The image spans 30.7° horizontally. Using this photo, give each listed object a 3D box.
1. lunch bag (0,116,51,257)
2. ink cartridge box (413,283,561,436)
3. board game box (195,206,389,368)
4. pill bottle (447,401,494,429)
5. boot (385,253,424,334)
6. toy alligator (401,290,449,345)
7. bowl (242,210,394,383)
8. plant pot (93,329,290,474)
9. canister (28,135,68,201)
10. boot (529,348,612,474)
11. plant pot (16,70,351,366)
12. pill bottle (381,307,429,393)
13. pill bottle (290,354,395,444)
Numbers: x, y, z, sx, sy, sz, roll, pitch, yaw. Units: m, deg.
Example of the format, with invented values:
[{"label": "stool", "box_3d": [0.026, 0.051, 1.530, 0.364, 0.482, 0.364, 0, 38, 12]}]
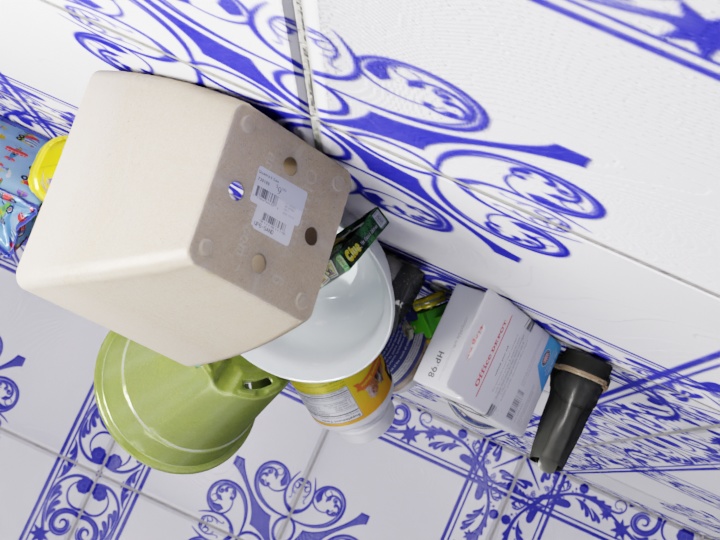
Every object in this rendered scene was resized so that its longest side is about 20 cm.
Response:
[{"label": "lunch bag", "box_3d": [-0.470, -0.136, 1.628, 0.200, 0.094, 0.151, 35, -148, -8]}, {"label": "ink cartridge box", "box_3d": [0.130, 0.091, 1.398, 0.067, 0.116, 0.200, 20, 170, 36]}, {"label": "board game box", "box_3d": [-0.067, 0.016, 1.196, 0.023, 0.200, 0.105, 53, -149, -7]}, {"label": "pill bottle", "box_3d": [0.161, 0.141, 1.637, 0.111, 0.111, 0.200, 24, 172, 6]}, {"label": "boot", "box_3d": [0.000, 0.000, 1.430, 0.131, 0.070, 0.200, 30, 165, 6]}, {"label": "toy alligator", "box_3d": [0.092, 0.055, 1.506, 0.200, 0.054, 0.060, 150, 99, -79]}, {"label": "bowl", "box_3d": [-0.051, 0.005, 1.299, 0.200, 0.202, 0.090, 23, -148, 7]}, {"label": "plant pot", "box_3d": [-0.161, 0.100, 1.409, 0.200, 0.201, 0.190, 27, 149, -19]}, {"label": "canister", "box_3d": [-0.286, -0.099, 1.504, 0.148, 0.087, 0.200, 27, 170, -24]}, {"label": "boot", "box_3d": [0.232, 0.171, 1.527, 0.077, 0.139, 0.200, 22, 173, 14]}, {"label": "plant pot", "box_3d": [-0.126, -0.042, 1.079, 0.177, 0.201, 0.200, 0, 157, 46]}, {"label": "pill bottle", "box_3d": [-0.010, 0.067, 1.647, 0.200, 0.116, 0.116, 28, 171, -27]}, {"label": "pill bottle", "box_3d": [-0.030, 0.111, 1.536, 0.109, 0.109, 0.200, 17, 146, 42]}]
